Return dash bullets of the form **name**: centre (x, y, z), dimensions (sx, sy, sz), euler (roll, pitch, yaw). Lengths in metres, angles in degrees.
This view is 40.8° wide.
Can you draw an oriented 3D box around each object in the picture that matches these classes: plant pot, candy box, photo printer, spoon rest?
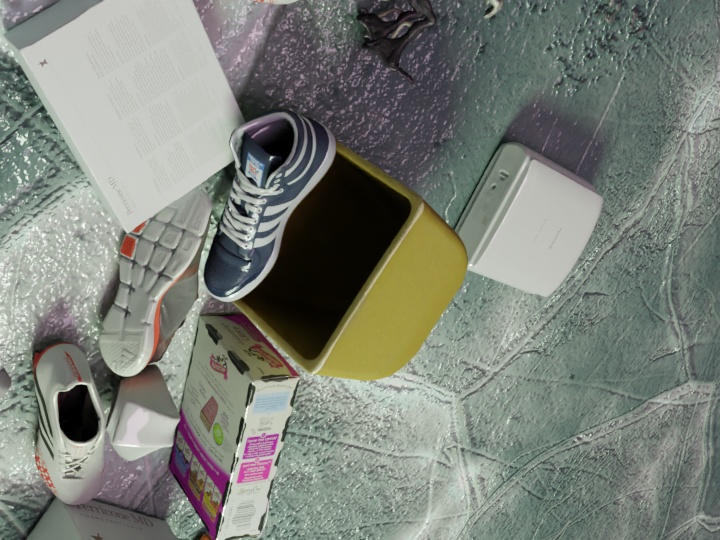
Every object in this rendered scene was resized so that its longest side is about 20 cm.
- **plant pot**: centre (0.000, 0.000, 1.024), dimensions (0.197, 0.194, 0.199), euler (-56, 142, 4)
- **candy box**: centre (-0.140, 0.167, 1.044), dimensions (0.060, 0.136, 0.202), euler (-2, 118, -35)
- **photo printer**: centre (0.221, -0.057, 1.241), dimensions (0.199, 0.069, 0.168), euler (19, 103, -43)
- **spoon rest**: centre (-0.212, 0.144, 0.945), dimensions (0.060, 0.200, 0.101), euler (18, 84, -14)

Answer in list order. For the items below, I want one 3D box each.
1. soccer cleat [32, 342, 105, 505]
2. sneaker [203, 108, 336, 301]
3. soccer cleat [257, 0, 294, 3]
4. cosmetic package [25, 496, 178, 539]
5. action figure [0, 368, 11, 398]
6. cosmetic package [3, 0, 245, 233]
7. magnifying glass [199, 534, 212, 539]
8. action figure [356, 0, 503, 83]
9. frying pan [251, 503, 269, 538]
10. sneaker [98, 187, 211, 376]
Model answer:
- **soccer cleat**: centre (-0.286, 0.166, 0.964), dimensions (0.068, 0.085, 0.203), euler (-15, 124, -31)
- **sneaker**: centre (-0.103, -0.064, 0.918), dimensions (0.201, 0.070, 0.108), euler (-57, 164, 4)
- **soccer cleat**: centre (-0.109, -0.278, 0.819), dimensions (0.199, 0.085, 0.069), euler (24, 101, -44)
- **cosmetic package**: centre (-0.270, 0.377, 1.026), dimensions (0.167, 0.200, 0.167), euler (-54, 136, 4)
- **action figure**: centre (-0.407, 0.091, 0.758), dimensions (0.199, 0.191, 0.106), euler (12, 72, -56)
- **cosmetic package**: centre (-0.197, -0.156, 0.860), dimensions (0.150, 0.052, 0.201), euler (-37, 134, -18)
- **magnifying glass**: centre (-0.247, 0.407, 1.176), dimensions (0.200, 0.022, 0.080), euler (-50, 164, -8)
- **action figure**: centre (0.081, -0.291, 0.958), dimensions (0.101, 0.119, 0.201), euler (27, 108, -28)
- **frying pan**: centre (-0.123, 0.217, 1.108), dimensions (0.031, 0.115, 0.192), euler (1, 115, -25)
- **sneaker**: centre (-0.194, 0.007, 0.966), dimensions (0.202, 0.077, 0.082), euler (-62, 159, 13)
